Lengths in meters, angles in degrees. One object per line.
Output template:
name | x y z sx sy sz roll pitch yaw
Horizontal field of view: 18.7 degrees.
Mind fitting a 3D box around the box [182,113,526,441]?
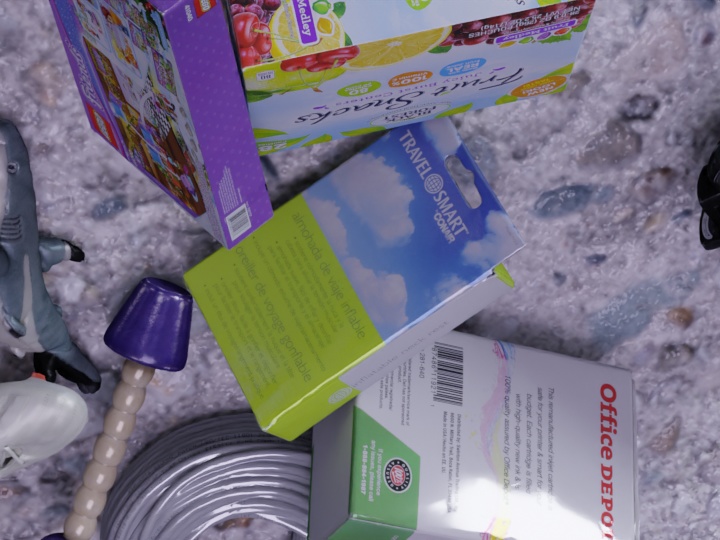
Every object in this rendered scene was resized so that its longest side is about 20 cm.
box | 0.000 0.000 1.355 0.200 0.122 0.048 -34 156 11

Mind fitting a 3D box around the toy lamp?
toy lamp | -0.157 0.102 1.402 0.058 0.058 0.201 17 98 -20

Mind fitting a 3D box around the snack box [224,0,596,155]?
snack box | 0.025 -0.137 1.256 0.199 0.169 0.068 -11 77 -4

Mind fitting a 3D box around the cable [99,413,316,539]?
cable | -0.078 0.190 1.484 0.199 0.069 0.200 -21 121 2

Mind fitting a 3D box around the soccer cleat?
soccer cleat | -0.264 0.123 1.379 0.199 0.078 0.069 -15 132 14

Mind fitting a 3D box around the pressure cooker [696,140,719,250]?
pressure cooker | 0.318 -0.040 1.365 0.176 0.179 0.200 -45 120 -7

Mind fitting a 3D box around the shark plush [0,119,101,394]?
shark plush | -0.202 0.006 1.354 0.083 0.091 0.200 -42 119 -21

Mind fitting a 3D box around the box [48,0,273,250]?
box | -0.118 -0.118 1.217 0.039 0.137 0.200 -38 147 -19

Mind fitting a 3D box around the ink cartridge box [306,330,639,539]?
ink cartridge box | 0.074 0.124 1.419 0.199 0.145 0.084 13 150 -18
